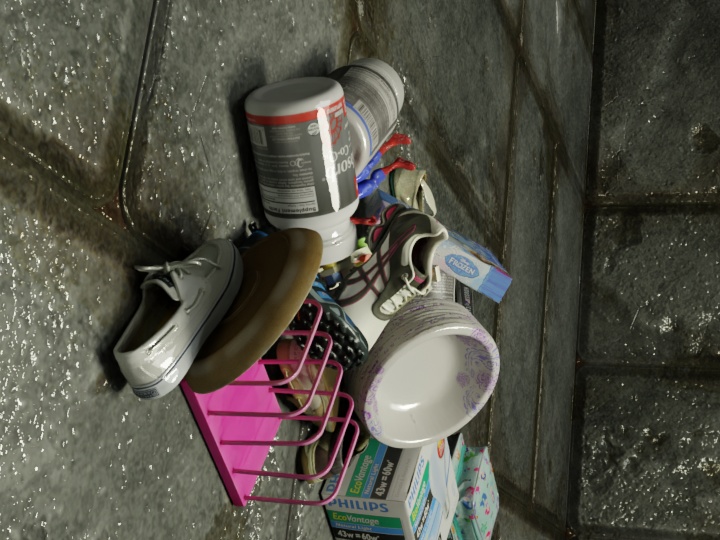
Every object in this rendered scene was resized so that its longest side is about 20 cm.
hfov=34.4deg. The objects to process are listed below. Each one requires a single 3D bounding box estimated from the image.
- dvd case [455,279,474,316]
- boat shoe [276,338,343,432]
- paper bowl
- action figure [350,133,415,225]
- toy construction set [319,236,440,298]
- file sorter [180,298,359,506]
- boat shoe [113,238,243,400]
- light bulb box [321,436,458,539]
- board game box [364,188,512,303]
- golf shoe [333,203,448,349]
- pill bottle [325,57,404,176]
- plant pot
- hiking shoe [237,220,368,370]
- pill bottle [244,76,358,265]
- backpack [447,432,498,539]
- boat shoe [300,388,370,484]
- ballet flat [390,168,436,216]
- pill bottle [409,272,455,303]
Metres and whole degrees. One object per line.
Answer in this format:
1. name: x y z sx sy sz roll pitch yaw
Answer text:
1. dvd case: 0.133 0.130 1.842 0.150 0.025 0.200 -88 -164 -59
2. boat shoe: -0.062 0.136 1.434 0.200 0.066 0.074 82 17 -54
3. paper bowl: 0.073 0.126 1.519 0.104 0.200 0.201 51 -14 46
4. action figure: 0.007 -0.102 1.495 0.200 0.099 0.065 -35 129 -27
5. toy construction set: 0.000 0.000 1.476 0.200 0.131 0.092 -6 84 -38
6. file sorter: -0.088 0.145 1.276 0.139 0.125 0.200 -68 151 -46
7. boat shoe: -0.182 0.022 1.115 0.086 0.074 0.202 62 40 -34
8. light bulb box: 0.048 0.317 1.652 0.198 0.124 0.200 -66 150 -47
9. board game box: 0.104 -0.039 1.626 0.043 0.199 0.200 -61 -172 9
10. golf shoe: 0.030 0.019 1.368 0.077 0.088 0.200 26 86 -45
11. pill bottle: -0.016 -0.197 1.489 0.200 0.113 0.114 -57 142 -57
12. plant pot: -0.115 0.032 1.152 0.027 0.200 0.200 39 45 -22
13. hiking shoe: -0.058 0.027 1.320 0.200 0.074 0.087 45 37 -15
14. pill bottle: -0.063 -0.115 1.356 0.116 0.116 0.201 -54 140 -58
15. backpack: 0.146 0.382 1.905 0.178 0.150 0.200 -65 153 -52
16. boat shoe: -0.018 0.220 1.553 0.201 0.066 0.072 -50 133 -62
17. ballet flat: 0.092 -0.073 1.859 0.067 0.062 0.200 -62 146 -51
18. pill bottle: 0.090 0.039 1.784 0.111 0.110 0.201 14 77 -69
